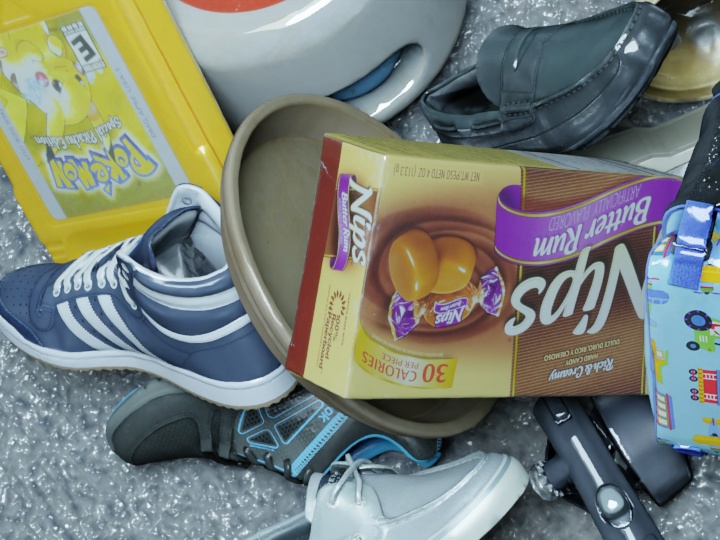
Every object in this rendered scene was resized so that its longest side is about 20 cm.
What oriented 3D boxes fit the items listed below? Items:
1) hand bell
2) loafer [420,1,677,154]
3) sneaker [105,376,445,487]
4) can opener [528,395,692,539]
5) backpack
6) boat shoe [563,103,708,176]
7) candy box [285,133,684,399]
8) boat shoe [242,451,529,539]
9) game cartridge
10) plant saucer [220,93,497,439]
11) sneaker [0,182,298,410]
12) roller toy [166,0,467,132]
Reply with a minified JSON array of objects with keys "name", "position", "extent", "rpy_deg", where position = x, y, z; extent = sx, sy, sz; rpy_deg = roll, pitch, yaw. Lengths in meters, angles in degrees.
[{"name":"hand bell","position":[0.162,-0.201,1.080],"extent":[0.104,0.104,0.200],"rpy_deg":[-25,55,12]},{"name":"loafer","position":[0.092,-0.097,1.018],"extent":[0.070,0.201,0.068],"rpy_deg":[37,66,-12]},{"name":"sneaker","position":[-0.048,0.087,1.083],"extent":[0.200,0.073,0.082],"rpy_deg":[-15,75,16]},{"name":"can opener","position":[0.149,0.145,1.009],"extent":[0.079,0.063,0.200],"rpy_deg":[-29,71,14]},{"name":"backpack","position":[0.248,0.018,0.940],"extent":[0.200,0.183,0.135],"rpy_deg":[13,50,18]},{"name":"boat shoe","position":[0.200,-0.053,1.051],"extent":[0.200,0.073,0.063],"rpy_deg":[-16,115,9]},{"name":"candy box","position":[0.066,0.001,0.952],"extent":[0.056,0.200,0.117],"rpy_deg":[23,106,52]},{"name":"boat shoe","position":[-0.007,0.140,1.036],"extent":[0.201,0.070,0.072],"rpy_deg":[-32,99,22]},{"name":"game cartridge","position":[-0.145,-0.075,1.082],"extent":[0.176,0.032,0.200],"rpy_deg":[-8,114,45]},{"name":"plant saucer","position":[0.000,0.000,1.019],"extent":[0.029,0.200,0.200],"rpy_deg":[-34,68,36]},{"name":"sneaker","position":[-0.128,0.003,1.047],"extent":[0.200,0.109,0.070],"rpy_deg":[13,50,30]},{"name":"roller toy","position":[-0.039,-0.170,1.102],"extent":[0.200,0.140,0.183],"rpy_deg":[15,73,25]}]
